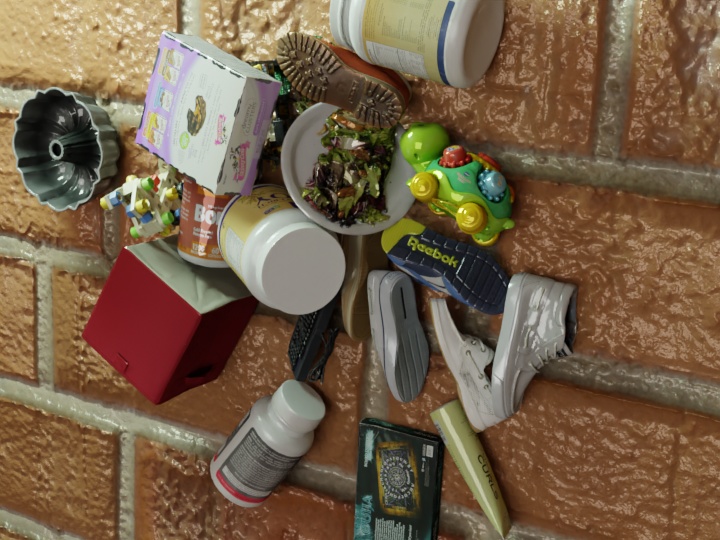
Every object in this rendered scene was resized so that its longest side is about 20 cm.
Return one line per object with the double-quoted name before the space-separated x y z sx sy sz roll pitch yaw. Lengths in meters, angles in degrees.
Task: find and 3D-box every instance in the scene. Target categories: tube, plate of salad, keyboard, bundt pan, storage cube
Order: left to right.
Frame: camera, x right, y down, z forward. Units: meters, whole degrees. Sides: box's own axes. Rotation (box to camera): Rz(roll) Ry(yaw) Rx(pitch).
"bundt pan" -0.478 -0.203 1.790 0.200 0.076 0.205 7 104 27
"storage cube" -0.295 0.067 1.689 0.200 0.170 0.181 40 116 17
"keyboard" -0.066 0.085 1.599 0.128 0.020 0.202 61 140 45
"plate of salad" -0.010 -0.147 1.477 0.201 0.199 0.048 57 158 7
"tube" 0.165 0.281 1.539 0.052 0.058 0.202 -38 75 55

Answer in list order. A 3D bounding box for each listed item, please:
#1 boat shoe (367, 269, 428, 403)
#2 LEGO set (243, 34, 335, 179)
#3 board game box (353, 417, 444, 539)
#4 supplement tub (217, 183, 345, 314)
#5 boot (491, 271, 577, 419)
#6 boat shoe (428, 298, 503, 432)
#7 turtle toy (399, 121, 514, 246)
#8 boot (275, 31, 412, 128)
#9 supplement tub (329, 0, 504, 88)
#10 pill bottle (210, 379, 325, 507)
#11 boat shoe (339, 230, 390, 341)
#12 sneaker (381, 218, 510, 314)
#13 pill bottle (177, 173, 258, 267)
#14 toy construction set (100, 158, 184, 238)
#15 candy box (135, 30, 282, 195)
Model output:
"boat shoe" 0.050 0.090 1.560 0.066 0.073 0.203 20 121 48
"LEGO set" -0.099 -0.232 1.547 0.152 0.116 0.203 5 103 28
"board game box" 0.056 0.333 1.629 0.134 0.028 0.203 11 106 27
"supplement tub" -0.112 -0.031 1.535 0.200 0.144 0.147 -140 55 -60
"boot" 0.236 0.108 1.450 0.095 0.073 0.203 11 99 26
"boat shoe" 0.154 0.123 1.512 0.069 0.071 0.202 -22 101 8
"turtle toy" 0.128 -0.119 1.443 0.199 0.146 0.102 36 94 17
"boot" -0.020 -0.270 1.489 0.199 0.107 0.075 31 122 3
"supplement tub" 0.073 -0.330 1.415 0.198 0.144 0.146 21 110 24
"pill bottle" -0.140 0.265 1.678 0.111 0.110 0.201 46 118 13
"boat shoe" 0.000 0.000 1.575 0.069 0.073 0.203 26 115 47
"sneaker" 0.121 -0.004 1.502 0.199 0.082 0.074 32 78 8
"pill bottle" -0.214 -0.115 1.639 0.111 0.112 0.203 17 108 25
"toy construction set" -0.317 -0.131 1.671 0.091 0.201 0.131 -11 132 34
"candy box" -0.216 -0.220 1.515 0.199 0.071 0.170 33 113 36
